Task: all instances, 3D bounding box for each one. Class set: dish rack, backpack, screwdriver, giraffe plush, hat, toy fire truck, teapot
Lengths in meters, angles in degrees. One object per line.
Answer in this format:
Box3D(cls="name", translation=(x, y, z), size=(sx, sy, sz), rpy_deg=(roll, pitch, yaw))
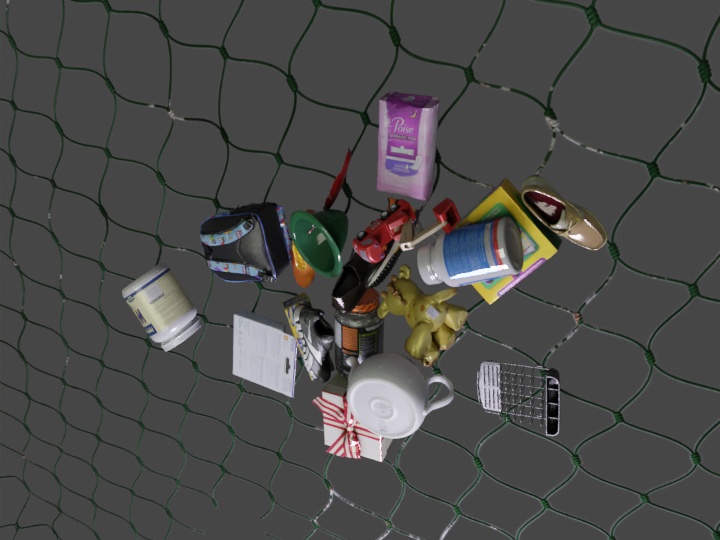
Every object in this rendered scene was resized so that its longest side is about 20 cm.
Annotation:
Box3D(cls="dish rack", translation=(0.355, 0.280, 1.577), size=(0.194, 0.055, 0.158), rpy_deg=(5, 116, 25))
Box3D(cls="backpack", translation=(-0.280, -0.067, 1.678), size=(0.194, 0.135, 0.188), rpy_deg=(-3, 114, 27))
Box3D(cls="screwdriver", translation=(-0.031, 0.009, 1.656), size=(0.028, 0.028, 0.203), rpy_deg=(13, 124, -16))
Box3D(cls="giraffe plush", translation=(0.121, 0.088, 1.549), size=(0.161, 0.173, 0.202), rpy_deg=(34, 161, 35))
Box3D(cls="hat", translation=(-0.045, -0.111, 1.553), size=(0.165, 0.175, 0.201), rpy_deg=(43, 151, 12))
Box3D(cls="toy fire truck", translation=(0.090, -0.080, 1.408), size=(0.141, 0.199, 0.049), rpy_deg=(39, 166, 53))
Box3D(cls="teapot", translation=(0.073, 0.254, 1.529), size=(0.200, 0.147, 0.197), rpy_deg=(45, 129, -8))

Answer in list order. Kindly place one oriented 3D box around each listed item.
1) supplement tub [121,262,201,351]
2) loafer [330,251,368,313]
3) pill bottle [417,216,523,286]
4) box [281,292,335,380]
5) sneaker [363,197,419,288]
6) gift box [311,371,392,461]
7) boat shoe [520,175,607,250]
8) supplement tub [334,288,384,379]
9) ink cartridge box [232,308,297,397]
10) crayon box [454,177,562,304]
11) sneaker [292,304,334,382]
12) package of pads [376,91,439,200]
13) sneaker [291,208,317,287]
Box3D(cls="supplement tub", translation=(-0.533, 0.098, 1.885), size=(0.143, 0.145, 0.203), rpy_deg=(-26, 101, 34))
Box3D(cls="loafer", translation=(0.000, 0.000, 1.549), size=(0.072, 0.071, 0.204), rpy_deg=(25, 80, 23))
Box3D(cls="pill bottle", translation=(0.214, -0.031, 1.385), size=(0.195, 0.112, 0.115), rpy_deg=(-12, 109, 32))
Box3D(cls="box", translation=(-0.130, 0.165, 1.747), size=(0.068, 0.064, 0.205), rpy_deg=(-22, 107, -9))
Box3D(cls="sneaker", translation=(0.046, -0.062, 1.517), size=(0.089, 0.070, 0.203), rpy_deg=(31, 90, 14))
Box3D(cls="gift box", translation=(-0.006, 0.344, 1.714), size=(0.194, 0.187, 0.190), rpy_deg=(5, 117, 23))
Box3D(cls="boat shoe", translation=(0.390, -0.101, 1.357), size=(0.198, 0.066, 0.075), rpy_deg=(36, 126, 6))
Box3D(cls="supplement tub", translation=(-0.003, 0.147, 1.652), size=(0.119, 0.123, 0.206), rpy_deg=(12, 119, 20))
Box3D(cls="ink cartridge box", translation=(-0.250, 0.221, 1.866), size=(0.195, 0.041, 0.205), rpy_deg=(19, 121, 18))
Box3D(cls="crayon box", translation=(0.283, -0.057, 1.440), size=(0.173, 0.058, 0.200), rpy_deg=(47, 127, 0))
Box3D(cls="sneaker", translation=(-0.097, 0.178, 1.673), size=(0.088, 0.066, 0.206), rpy_deg=(-5, 109, 35))
Box3D(cls="package of pads", translation=(0.096, -0.253, 1.427), size=(0.117, 0.076, 0.206), rpy_deg=(12, 119, 18))
Box3D(cls="sneaker", translation=(-0.140, -0.047, 1.653), size=(0.071, 0.077, 0.205), rpy_deg=(14, 122, 18))
